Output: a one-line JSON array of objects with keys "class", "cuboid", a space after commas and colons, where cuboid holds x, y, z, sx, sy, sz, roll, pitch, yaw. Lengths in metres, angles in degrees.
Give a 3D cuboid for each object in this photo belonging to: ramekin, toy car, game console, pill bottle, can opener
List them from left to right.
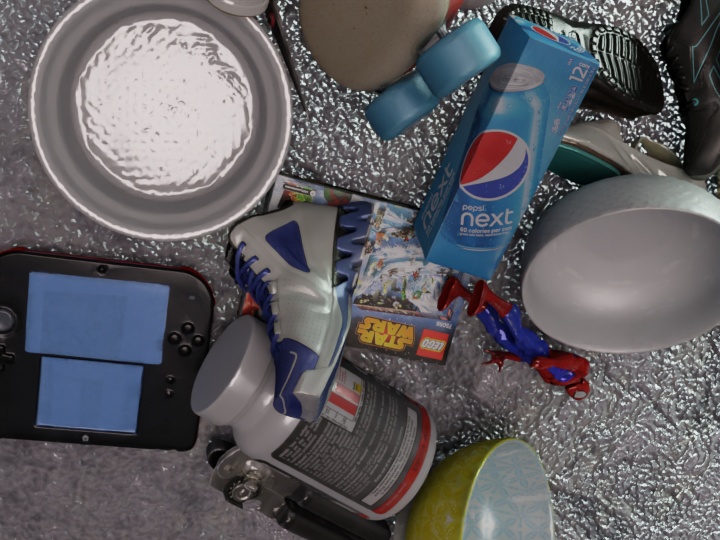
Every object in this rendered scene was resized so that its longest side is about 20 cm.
[{"class": "game console", "cuboid": [-0.236, 0.074, 0.798, 0.199, 0.031, 0.178, 7, 101, -11]}, {"class": "ramekin", "cuboid": [-0.159, -0.131, 0.731, 0.199, 0.098, 0.202, -2, 103, -11]}, {"class": "can opener", "cuboid": [-0.059, 0.213, 0.856, 0.200, 0.067, 0.053, 35, 99, -29]}, {"class": "pill bottle", "cuboid": [-0.040, 0.128, 0.792, 0.200, 0.116, 0.116, 34, 95, -22]}, {"class": "toy car", "cuboid": [0.061, -0.245, 0.740, 0.200, 0.177, 0.185, -36, 93, -30]}]

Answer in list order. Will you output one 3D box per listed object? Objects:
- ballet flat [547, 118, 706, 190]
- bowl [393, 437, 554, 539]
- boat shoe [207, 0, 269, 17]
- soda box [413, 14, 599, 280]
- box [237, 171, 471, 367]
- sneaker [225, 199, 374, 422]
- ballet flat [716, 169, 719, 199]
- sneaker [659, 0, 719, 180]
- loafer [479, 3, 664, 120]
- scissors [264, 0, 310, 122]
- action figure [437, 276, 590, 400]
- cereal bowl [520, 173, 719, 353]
[{"class": "ballet flat", "cuboid": [0.241, -0.101, 0.836, 0.199, 0.069, 0.070, 23, 98, -18]}, {"class": "bowl", "cuboid": [0.096, 0.257, 0.849, 0.107, 0.200, 0.201, -5, 108, 35]}, {"class": "boat shoe", "cuboid": [-0.109, -0.288, 0.673, 0.071, 0.069, 0.201, -10, 73, -35]}, {"class": "soda box", "cuboid": [0.113, -0.097, 0.735, 0.064, 0.068, 0.201, 16, 117, -14]}, {"class": "box", "cuboid": [0.000, 0.000, 0.820, 0.199, 0.040, 0.138, 14, 99, -13]}, {"class": "sneaker", "cuboid": [-0.061, 0.020, 0.728, 0.115, 0.081, 0.200, 12, 57, 0]}, {"class": "ballet flat", "cuboid": [0.368, -0.065, 0.854, 0.068, 0.075, 0.201, 3, 102, -35]}, {"class": "sneaker", "cuboid": [0.310, -0.183, 0.823, 0.079, 0.075, 0.201, 9, 87, 0]}, {"class": "loafer", "cuboid": [0.187, -0.181, 0.804, 0.199, 0.071, 0.073, 14, 67, -25]}, {"class": "scissors", "cuboid": [-0.074, -0.210, 0.725, 0.014, 0.073, 0.201, -13, 91, -32]}, {"class": "action figure", "cuboid": [0.154, 0.073, 0.838, 0.200, 0.065, 0.052, 32, 71, -33]}, {"class": "cereal bowl", "cuboid": [0.241, -0.014, 0.813, 0.199, 0.084, 0.201, 2, 139, 2]}]
